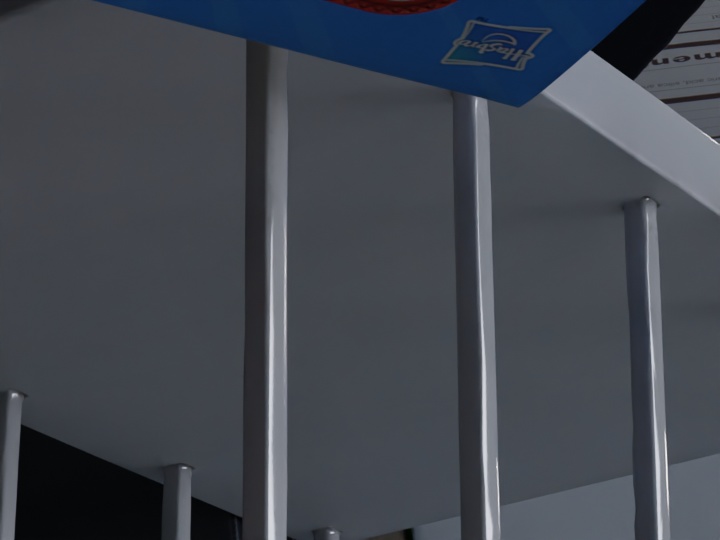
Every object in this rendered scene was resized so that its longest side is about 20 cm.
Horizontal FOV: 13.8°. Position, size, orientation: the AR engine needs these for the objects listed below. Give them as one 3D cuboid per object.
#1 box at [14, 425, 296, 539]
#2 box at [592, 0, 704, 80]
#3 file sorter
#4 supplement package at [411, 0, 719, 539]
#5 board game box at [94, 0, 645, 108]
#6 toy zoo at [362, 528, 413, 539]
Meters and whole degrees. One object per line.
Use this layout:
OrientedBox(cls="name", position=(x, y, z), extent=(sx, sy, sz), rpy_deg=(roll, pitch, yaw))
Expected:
OrientedBox(cls="box", position=(-0.055, -0.003, 0.652), extent=(0.141, 0.079, 0.200), rpy_deg=(51, 31, -71))
OrientedBox(cls="box", position=(-0.012, -0.145, 0.551), extent=(0.148, 0.104, 0.200), rpy_deg=(25, 21, -45))
OrientedBox(cls="file sorter", position=(-0.008, 0.049, 0.450), extent=(0.200, 0.139, 0.125), rpy_deg=(28, 53, -49))
OrientedBox(cls="supplement package", position=(0.063, -0.003, 0.663), extent=(0.200, 0.109, 0.114), rpy_deg=(-86, 167, -67))
OrientedBox(cls="board game box", position=(-0.058, -0.134, 0.341), extent=(0.056, 0.196, 0.200), rpy_deg=(-43, -137, 49))
OrientedBox(cls="toy zoo", position=(0.000, 0.000, 0.693), extent=(0.200, 0.020, 0.131), rpy_deg=(-75, 156, -77))
